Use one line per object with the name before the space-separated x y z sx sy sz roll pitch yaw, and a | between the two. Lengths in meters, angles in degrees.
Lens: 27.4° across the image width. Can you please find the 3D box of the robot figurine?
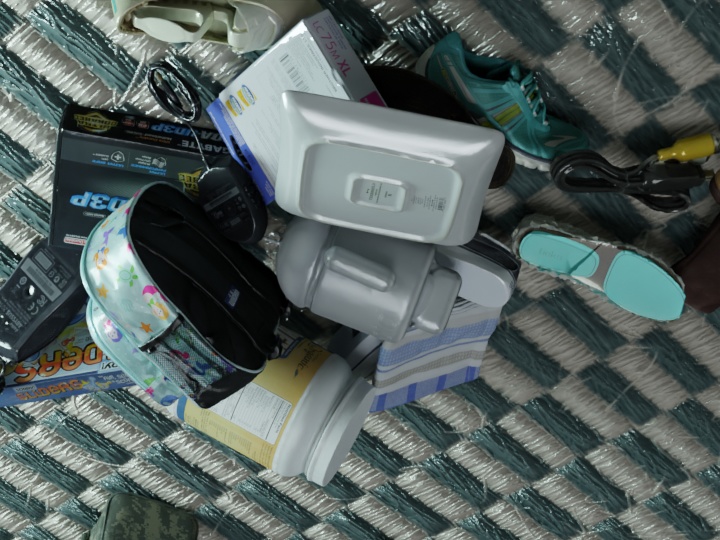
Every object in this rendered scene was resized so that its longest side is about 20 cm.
robot figurine | 0.000 0.000 1.479 0.199 0.114 0.170 21 175 3

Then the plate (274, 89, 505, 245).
plate | 0.019 -0.081 1.346 0.198 0.033 0.200 11 152 0

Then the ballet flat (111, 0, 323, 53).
ballet flat | -0.133 -0.231 1.365 0.198 0.070 0.070 6 134 -5

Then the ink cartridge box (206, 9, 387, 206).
ink cartridge box | -0.062 -0.148 1.394 0.200 0.042 0.120 -30 91 50

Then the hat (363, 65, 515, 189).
hat | 0.044 -0.107 1.416 0.200 0.081 0.201 24 161 9

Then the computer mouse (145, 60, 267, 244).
computer mouse | -0.148 -0.116 1.447 0.058 0.034 0.201 -22 98 37

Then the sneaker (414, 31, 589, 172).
sneaker | 0.144 -0.159 1.423 0.199 0.078 0.080 26 120 -21

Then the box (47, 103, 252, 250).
box | -0.216 -0.081 1.523 0.198 0.046 0.160 10 132 -8

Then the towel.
towel | 0.084 0.087 1.627 0.146 0.024 0.200 -17 150 -20

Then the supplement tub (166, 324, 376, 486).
supplement tub | -0.098 0.135 1.618 0.199 0.145 0.145 27 133 9

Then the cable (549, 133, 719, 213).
cable | 0.270 -0.097 1.469 0.198 0.051 0.097 -1 147 -17

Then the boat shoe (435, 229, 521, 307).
boat shoe | 0.076 -0.035 1.547 0.199 0.068 0.072 25 139 4

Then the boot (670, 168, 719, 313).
boot | 0.373 -0.022 1.528 0.166 0.073 0.199 -34 139 32

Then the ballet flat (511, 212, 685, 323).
ballet flat | 0.252 -0.012 1.552 0.199 0.072 0.072 24 131 -6

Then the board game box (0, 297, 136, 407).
board game box | -0.302 0.072 1.610 0.199 0.136 0.035 -10 139 10

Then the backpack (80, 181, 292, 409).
backpack | -0.185 0.020 1.464 0.150 0.178 0.200 -29 114 26

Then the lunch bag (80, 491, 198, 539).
lunch bag | -0.303 0.413 1.892 0.139 0.201 0.168 19 130 -16

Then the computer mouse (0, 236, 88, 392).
computer mouse | -0.358 0.044 1.593 0.200 0.139 0.053 -44 145 0

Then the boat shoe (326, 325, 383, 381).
boat shoe | 0.040 0.061 1.644 0.065 0.074 0.200 25 140 -27
